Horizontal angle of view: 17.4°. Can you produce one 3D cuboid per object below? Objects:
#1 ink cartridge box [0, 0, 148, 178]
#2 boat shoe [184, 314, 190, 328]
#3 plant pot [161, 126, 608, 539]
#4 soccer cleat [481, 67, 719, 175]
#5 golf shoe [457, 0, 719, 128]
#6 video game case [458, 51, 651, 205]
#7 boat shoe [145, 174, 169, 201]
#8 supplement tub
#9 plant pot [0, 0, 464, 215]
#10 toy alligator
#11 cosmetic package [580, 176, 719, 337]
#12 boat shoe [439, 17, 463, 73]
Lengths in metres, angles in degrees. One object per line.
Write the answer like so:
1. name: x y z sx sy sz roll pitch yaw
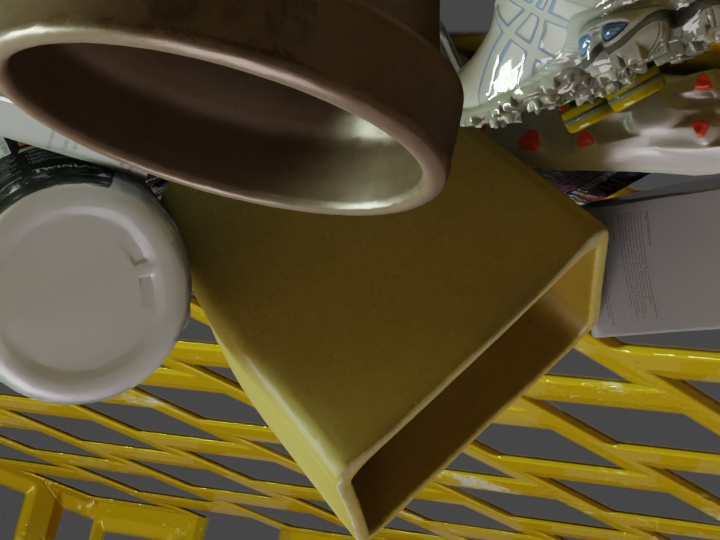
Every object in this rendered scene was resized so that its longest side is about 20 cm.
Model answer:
1. ink cartridge box: -0.178 -0.147 1.151 0.199 0.147 0.084 17 167 -7
2. boat shoe: -0.233 0.011 2.034 0.200 0.071 0.071 22 168 -21
3. plant pot: 0.000 0.000 1.309 0.200 0.195 0.194 46 172 14
4. soccer cleat: 0.145 -0.080 1.266 0.199 0.070 0.077 5 168 27
5. golf shoe: 0.096 -0.126 1.095 0.078 0.098 0.200 -18 177 -29
6. video game case: 0.066 -0.080 1.409 0.180 0.036 0.200 17 167 -11
7. boat shoe: -0.131 -0.067 1.460 0.073 0.065 0.200 5 -167 8
8. supplement tub: -0.164 -0.012 1.263 0.122 0.123 0.200 18 -171 -17
9. plant pot: -0.041 -0.137 0.978 0.199 0.176 0.200 13 168 3
10. toy alligator: 0.137 -0.118 1.162 0.054 0.060 0.200 -30 -178 -30
11. cosmetic package: 0.224 -0.014 1.341 0.107 0.086 0.200 -11 -177 -31
12. boat shoe: -0.002 -0.141 1.164 0.072 0.066 0.200 6 143 44
